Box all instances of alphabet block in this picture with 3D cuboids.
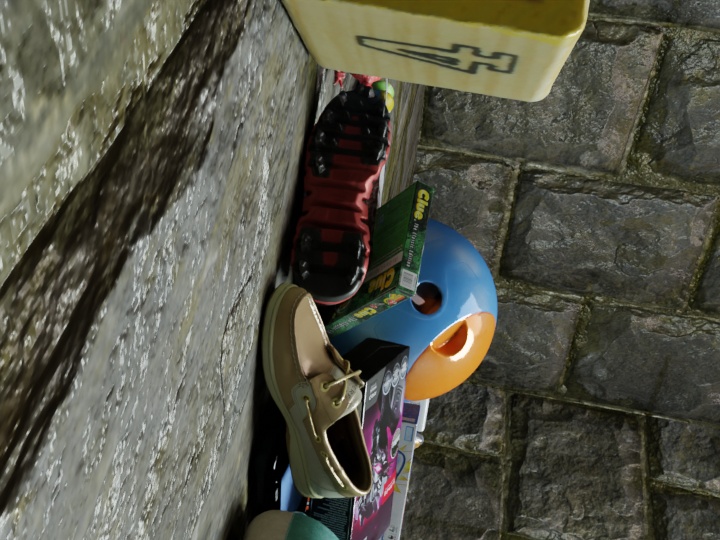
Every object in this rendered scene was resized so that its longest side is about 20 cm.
[{"bbox_3d":[0.061,-0.241,0.683,0.200,0.194,0.198,31,67,-85],"label":"alphabet block"}]

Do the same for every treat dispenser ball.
[{"bbox_3d":[0.049,0.041,1.071,0.201,0.199,0.203,9,90,-86],"label":"treat dispenser ball"}]

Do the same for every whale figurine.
[{"bbox_3d":[-0.057,0.284,0.827,0.201,0.103,0.160,95,9,-57],"label":"whale figurine"}]

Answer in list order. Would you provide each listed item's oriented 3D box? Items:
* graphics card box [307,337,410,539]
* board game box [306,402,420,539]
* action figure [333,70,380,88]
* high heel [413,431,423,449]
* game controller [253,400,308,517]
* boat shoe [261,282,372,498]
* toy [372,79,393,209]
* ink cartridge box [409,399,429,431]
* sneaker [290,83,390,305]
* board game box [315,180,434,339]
[{"bbox_3d":[-0.003,0.177,0.942,0.125,0.050,0.202,-25,122,-66],"label":"graphics card box"},{"bbox_3d":[-0.014,0.222,1.067,0.035,0.134,0.202,-70,168,-59],"label":"board game box"},{"bbox_3d":[0.013,-0.241,0.904,0.099,0.065,0.202,-91,-173,-66],"label":"action figure"},{"bbox_3d":[-0.001,0.211,1.154,0.200,0.141,0.072,90,10,-65],"label":"high heel"},{"bbox_3d":[-0.069,0.197,0.903,0.105,0.042,0.201,-76,173,-47],"label":"game controller"},{"bbox_3d":[-0.029,0.101,0.807,0.074,0.066,0.202,-52,138,-50],"label":"boat shoe"},{"bbox_3d":[0.010,-0.154,1.162,0.201,0.047,0.116,-81,174,-46],"label":"toy"},{"bbox_3d":[0.029,0.097,1.296,0.084,0.144,0.202,35,64,-84],"label":"ink cartridge box"},{"bbox_3d":[-0.017,-0.060,0.858,0.098,0.070,0.202,99,1,-72],"label":"sneaker"},{"bbox_3d":[0.000,0.000,0.912,0.200,0.023,0.106,-30,-140,57],"label":"board game box"}]
